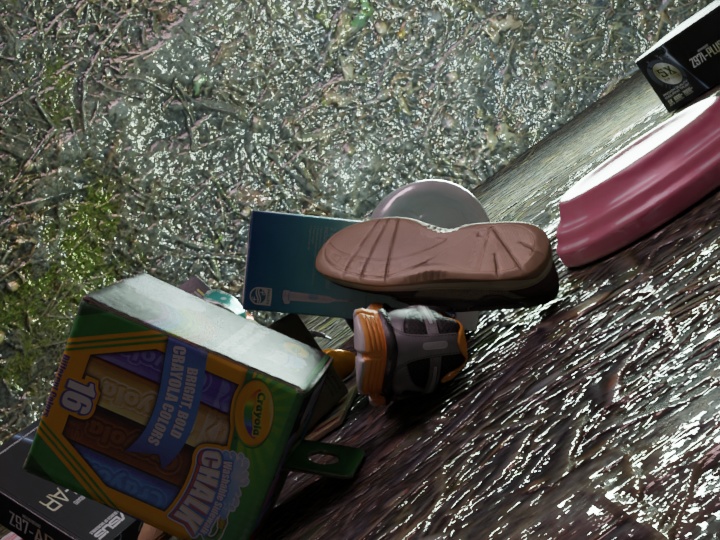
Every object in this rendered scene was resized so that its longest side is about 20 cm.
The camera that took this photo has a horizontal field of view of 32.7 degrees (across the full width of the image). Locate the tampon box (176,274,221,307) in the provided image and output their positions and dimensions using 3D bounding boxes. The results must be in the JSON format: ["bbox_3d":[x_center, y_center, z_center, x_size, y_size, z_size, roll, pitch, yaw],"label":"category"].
[{"bbox_3d":[-0.227,0.137,1.477,0.199,0.126,0.151,-36,-34,-25],"label":"tampon box"}]

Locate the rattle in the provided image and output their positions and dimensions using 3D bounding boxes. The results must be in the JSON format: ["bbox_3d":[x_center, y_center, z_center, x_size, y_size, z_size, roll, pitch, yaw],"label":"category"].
[{"bbox_3d":[-0.093,0.063,1.340,0.143,0.130,0.201,-46,22,20],"label":"rattle"}]

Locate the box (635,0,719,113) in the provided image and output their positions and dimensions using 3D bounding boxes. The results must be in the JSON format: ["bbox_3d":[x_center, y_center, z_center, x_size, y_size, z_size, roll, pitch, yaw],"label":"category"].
[{"bbox_3d":[0.485,-0.314,1.644,0.163,0.086,0.200,-33,3,41],"label":"box"}]

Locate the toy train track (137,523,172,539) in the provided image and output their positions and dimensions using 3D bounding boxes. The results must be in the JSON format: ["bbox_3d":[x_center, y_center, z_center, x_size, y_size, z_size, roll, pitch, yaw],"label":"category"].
[{"bbox_3d":[-0.177,0.234,0.879,0.200,0.033,0.115,-40,9,8],"label":"toy train track"}]

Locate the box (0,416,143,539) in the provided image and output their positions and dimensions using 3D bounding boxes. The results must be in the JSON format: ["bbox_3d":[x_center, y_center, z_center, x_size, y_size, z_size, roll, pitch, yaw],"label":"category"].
[{"bbox_3d":[-0.244,0.189,1.164,0.200,0.159,0.044,-37,-35,-48],"label":"box"}]

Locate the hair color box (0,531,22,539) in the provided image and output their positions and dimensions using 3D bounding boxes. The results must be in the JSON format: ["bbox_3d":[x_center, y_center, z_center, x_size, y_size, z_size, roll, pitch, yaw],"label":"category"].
[{"bbox_3d":[-0.336,0.297,1.330,0.199,0.064,0.111,-32,5,24],"label":"hair color box"}]

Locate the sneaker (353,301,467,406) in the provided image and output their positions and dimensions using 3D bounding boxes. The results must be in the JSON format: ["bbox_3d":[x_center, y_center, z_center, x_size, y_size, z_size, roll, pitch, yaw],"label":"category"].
[{"bbox_3d":[0.040,0.061,0.899,0.076,0.079,0.200,-5,-1,4],"label":"sneaker"}]

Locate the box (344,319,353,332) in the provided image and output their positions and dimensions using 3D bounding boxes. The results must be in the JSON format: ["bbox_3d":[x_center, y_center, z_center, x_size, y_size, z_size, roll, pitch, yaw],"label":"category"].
[{"bbox_3d":[0.068,0.007,1.558,0.198,0.050,0.200,-36,3,2],"label":"box"}]

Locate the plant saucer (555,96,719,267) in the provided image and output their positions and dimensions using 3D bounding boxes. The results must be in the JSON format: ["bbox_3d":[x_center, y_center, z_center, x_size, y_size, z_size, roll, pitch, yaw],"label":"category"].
[{"bbox_3d":[0.236,-0.078,0.992,0.200,0.051,0.201,-35,4,2],"label":"plant saucer"}]

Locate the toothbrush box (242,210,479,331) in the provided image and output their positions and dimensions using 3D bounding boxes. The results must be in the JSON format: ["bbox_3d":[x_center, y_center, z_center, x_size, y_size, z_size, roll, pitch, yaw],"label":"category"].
[{"bbox_3d":[0.000,0.000,1.072,0.198,0.086,0.146,7,0,-3],"label":"toothbrush box"}]

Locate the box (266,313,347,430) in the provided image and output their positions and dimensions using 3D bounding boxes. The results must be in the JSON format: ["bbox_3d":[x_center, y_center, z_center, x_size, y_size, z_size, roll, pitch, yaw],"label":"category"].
[{"bbox_3d":[-0.106,0.126,1.045,0.078,0.095,0.200,-31,6,37],"label":"box"}]

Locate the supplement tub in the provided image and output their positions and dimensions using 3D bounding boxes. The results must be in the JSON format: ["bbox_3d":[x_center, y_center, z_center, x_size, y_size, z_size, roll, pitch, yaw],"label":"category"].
[{"bbox_3d":[0.072,-0.033,1.354,0.131,0.132,0.200,-34,3,2],"label":"supplement tub"}]

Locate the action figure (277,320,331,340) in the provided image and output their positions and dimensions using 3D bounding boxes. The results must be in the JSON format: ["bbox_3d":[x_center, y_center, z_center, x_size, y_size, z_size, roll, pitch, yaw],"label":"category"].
[{"bbox_3d":[-0.141,0.119,1.639,0.199,0.102,0.119,-36,-9,3],"label":"action figure"}]

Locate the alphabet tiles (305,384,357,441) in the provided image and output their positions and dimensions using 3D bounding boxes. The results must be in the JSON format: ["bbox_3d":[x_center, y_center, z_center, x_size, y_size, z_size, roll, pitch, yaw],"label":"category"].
[{"bbox_3d":[-0.075,0.162,1.094,0.166,0.006,0.200,-34,3,10],"label":"alphabet tiles"}]

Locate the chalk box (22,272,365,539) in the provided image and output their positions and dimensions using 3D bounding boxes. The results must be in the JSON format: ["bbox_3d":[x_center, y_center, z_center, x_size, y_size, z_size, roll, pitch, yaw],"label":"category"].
[{"bbox_3d":[-0.097,0.102,0.820,0.125,0.199,0.125,-39,-27,-79],"label":"chalk box"}]

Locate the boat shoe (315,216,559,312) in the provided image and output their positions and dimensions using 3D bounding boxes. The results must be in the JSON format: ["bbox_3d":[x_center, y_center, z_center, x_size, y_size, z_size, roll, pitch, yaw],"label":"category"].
[{"bbox_3d":[0.058,0.003,0.942,0.198,0.065,0.072,-1,48,30],"label":"boat shoe"}]
